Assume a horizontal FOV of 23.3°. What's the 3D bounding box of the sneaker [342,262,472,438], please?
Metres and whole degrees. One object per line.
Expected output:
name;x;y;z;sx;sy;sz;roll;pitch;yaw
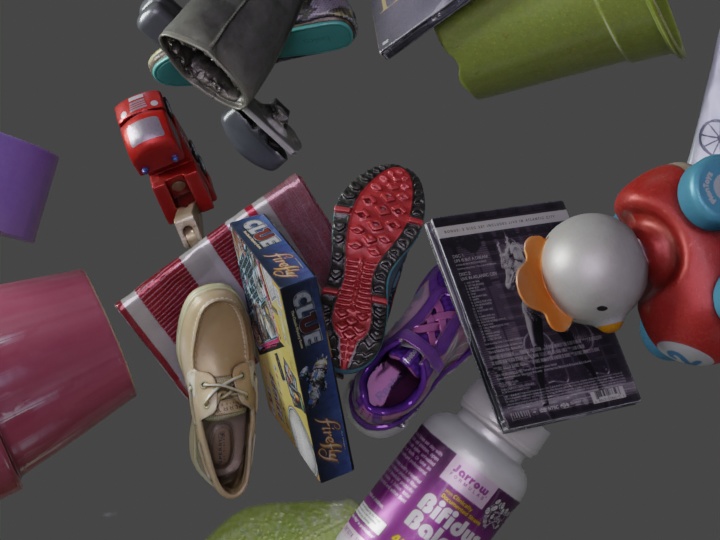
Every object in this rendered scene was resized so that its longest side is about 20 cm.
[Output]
sneaker;0.058;0.066;1.577;0.080;0.088;0.200;37;88;9

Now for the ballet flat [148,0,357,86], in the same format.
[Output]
ballet flat;-0.102;-0.224;1.638;0.200;0.072;0.072;-12;84;5

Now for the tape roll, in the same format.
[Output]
tape roll;-0.381;-0.092;1.579;0.199;0.200;0.085;16;86;7

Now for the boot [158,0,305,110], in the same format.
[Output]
boot;-0.119;-0.265;1.552;0.182;0.073;0.200;40;67;-4

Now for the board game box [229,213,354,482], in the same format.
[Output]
board game box;-0.060;0.066;1.519;0.035;0.136;0.200;-19;121;-15

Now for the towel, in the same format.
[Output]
towel;-0.105;0.020;1.572;0.200;0.144;0.023;-36;38;-5

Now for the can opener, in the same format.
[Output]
can opener;-0.134;-0.166;1.595;0.067;0.053;0.200;-41;113;20

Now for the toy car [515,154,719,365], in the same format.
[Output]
toy car;0.226;0.011;1.487;0.199;0.184;0.177;-16;84;-17

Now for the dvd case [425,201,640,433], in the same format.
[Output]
dvd case;0.153;0.038;1.543;0.148;0.016;0.201;-9;70;-31

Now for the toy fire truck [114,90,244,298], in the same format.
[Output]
toy fire truck;-0.157;-0.054;1.582;0.049;0.200;0.141;-22;55;3

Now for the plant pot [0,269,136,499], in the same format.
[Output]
plant pot;-0.308;0.091;1.570;0.179;0.200;0.200;-23;83;-12

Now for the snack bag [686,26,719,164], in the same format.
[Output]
snack bag;0.400;-0.119;1.592;0.188;0.021;0.201;15;86;8

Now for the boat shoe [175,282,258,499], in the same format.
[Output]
boat shoe;-0.122;0.109;1.558;0.072;0.065;0.201;-8;116;-19

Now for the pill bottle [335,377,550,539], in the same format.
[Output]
pill bottle;0.077;0.199;1.550;0.112;0.112;0.200;37;90;8

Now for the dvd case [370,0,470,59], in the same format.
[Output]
dvd case;0.066;-0.294;1.559;0.149;0.016;0.200;-33;40;23

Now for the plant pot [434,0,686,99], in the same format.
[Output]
plant pot;0.165;-0.246;1.559;0.190;0.200;0.201;-22;83;16

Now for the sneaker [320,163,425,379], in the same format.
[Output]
sneaker;0.000;0.000;1.567;0.079;0.096;0.200;19;73;1
